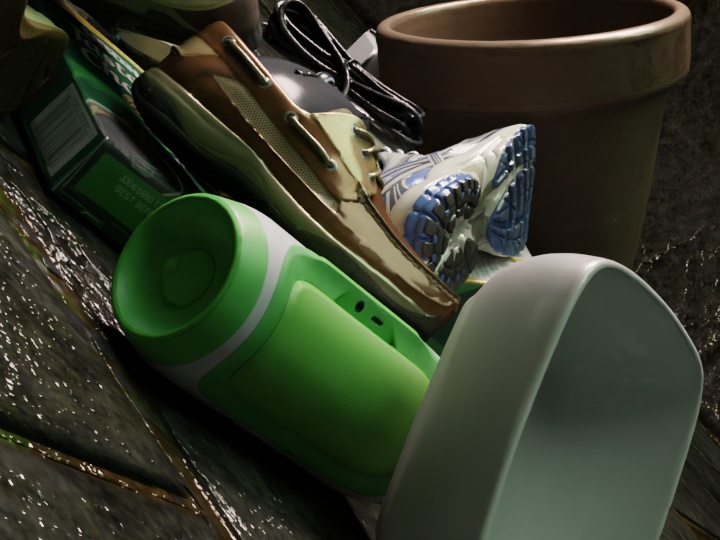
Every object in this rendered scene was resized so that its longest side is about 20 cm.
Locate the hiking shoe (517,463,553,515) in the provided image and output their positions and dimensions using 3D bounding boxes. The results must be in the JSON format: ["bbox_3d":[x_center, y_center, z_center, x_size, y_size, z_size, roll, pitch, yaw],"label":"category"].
[{"bbox_3d":[0.043,0.106,1.219,0.200,0.074,0.087,47,-24,53],"label":"hiking shoe"}]

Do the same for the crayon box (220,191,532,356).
[{"bbox_3d":[0.000,0.000,1.248,0.198,0.052,0.126,9,18,-10],"label":"crayon box"}]

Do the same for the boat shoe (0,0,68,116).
[{"bbox_3d":[-0.190,-0.120,1.002,0.063,0.073,0.201,41,4,7],"label":"boat shoe"}]

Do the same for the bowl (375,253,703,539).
[{"bbox_3d":[0.083,0.096,1.047,0.074,0.201,0.200,17,-12,30],"label":"bowl"}]

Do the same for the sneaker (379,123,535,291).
[{"bbox_3d":[0.040,-0.044,1.209,0.085,0.078,0.200,11,14,22],"label":"sneaker"}]

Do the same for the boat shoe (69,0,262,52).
[{"bbox_3d":[-0.128,-0.159,1.181,0.200,0.072,0.066,21,-42,42],"label":"boat shoe"}]

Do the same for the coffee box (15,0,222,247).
[{"bbox_3d":[-0.133,-0.073,1.157,0.123,0.044,0.200,40,10,-36],"label":"coffee box"}]

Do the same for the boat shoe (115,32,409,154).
[{"bbox_3d":[-0.063,-0.085,1.283,0.199,0.061,0.074,26,23,8],"label":"boat shoe"}]

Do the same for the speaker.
[{"bbox_3d":[-0.029,0.041,1.018,0.200,0.088,0.089,39,11,-47],"label":"speaker"}]

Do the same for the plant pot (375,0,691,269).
[{"bbox_3d":[0.115,-0.077,1.375,0.200,0.198,0.176,-100,-175,-75],"label":"plant pot"}]

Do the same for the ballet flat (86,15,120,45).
[{"bbox_3d":[-0.141,-0.166,1.476,0.073,0.073,0.200,47,8,-5],"label":"ballet flat"}]

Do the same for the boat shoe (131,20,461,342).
[{"bbox_3d":[-0.024,-0.050,1.090,0.200,0.074,0.076,41,-10,5],"label":"boat shoe"}]

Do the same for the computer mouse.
[{"bbox_3d":[-0.052,-0.113,1.217,0.140,0.046,0.199,41,31,20],"label":"computer mouse"}]

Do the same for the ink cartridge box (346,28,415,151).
[{"bbox_3d":[0.027,-0.044,1.494,0.200,0.146,0.083,45,7,-16],"label":"ink cartridge box"}]
